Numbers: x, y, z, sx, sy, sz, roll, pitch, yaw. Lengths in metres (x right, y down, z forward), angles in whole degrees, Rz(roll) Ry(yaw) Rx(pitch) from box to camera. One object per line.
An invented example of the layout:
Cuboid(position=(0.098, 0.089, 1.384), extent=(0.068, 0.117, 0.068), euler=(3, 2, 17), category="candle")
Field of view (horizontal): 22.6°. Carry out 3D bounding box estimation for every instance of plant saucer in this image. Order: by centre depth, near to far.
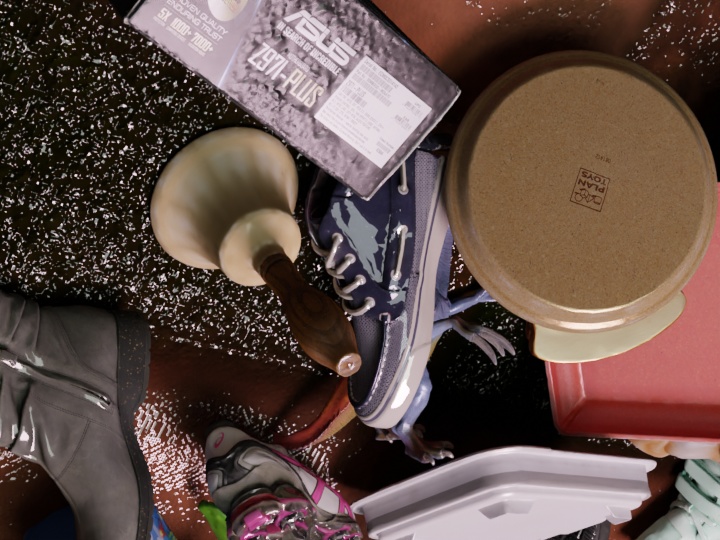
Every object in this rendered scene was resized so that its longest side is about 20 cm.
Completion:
Cuboid(position=(0.224, 0.026, 1.283), extent=(0.037, 0.198, 0.202), euler=(-44, 129, -56), category="plant saucer")

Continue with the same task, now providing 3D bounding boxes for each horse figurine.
Cuboid(position=(0.256, 0.121, 1.399), extent=(0.133, 0.198, 0.050), euler=(71, 34, -62), category="horse figurine")

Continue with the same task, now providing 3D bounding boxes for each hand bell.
Cuboid(position=(-0.047, 0.004, 1.100), extent=(0.103, 0.200, 0.105), euler=(-15, 128, -20), category="hand bell")

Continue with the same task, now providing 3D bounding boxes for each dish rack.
Cuboid(position=(0.110, 0.177, 1.337), extent=(0.199, 0.044, 0.171), euler=(9, 152, -44), category="dish rack")

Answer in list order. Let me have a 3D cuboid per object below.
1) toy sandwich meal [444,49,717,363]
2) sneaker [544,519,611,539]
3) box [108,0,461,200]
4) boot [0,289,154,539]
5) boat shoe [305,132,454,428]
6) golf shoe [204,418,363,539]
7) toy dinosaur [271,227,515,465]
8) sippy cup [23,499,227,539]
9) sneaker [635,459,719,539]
Cuboid(position=(0.147, -0.044, 1.197), extent=(0.203, 0.070, 0.207), euler=(1, 86, -7), category="toy sandwich meal")
Cuboid(position=(0.167, 0.256, 1.486), extent=(0.090, 0.076, 0.201), euler=(-8, 132, -36), category="sneaker")
Cuboid(position=(-0.062, -0.153, 1.010), extent=(0.086, 0.164, 0.200), euler=(-48, 130, 8), category="box")
Cuboid(position=(-0.201, 0.110, 1.123), extent=(0.130, 0.202, 0.068), euler=(9, 159, -34), category="boot")
Cuboid(position=(0.000, 0.000, 1.190), extent=(0.092, 0.075, 0.202), euler=(11, 90, -28), category="boat shoe")
Cuboid(position=(-0.054, 0.162, 1.286), extent=(0.072, 0.093, 0.200), euler=(-29, 154, 3), category="golf shoe")
Cuboid(position=(0.038, 0.038, 1.252), extent=(0.198, 0.105, 0.183), euler=(-5, 103, -12), category="toy dinosaur")
Cuboid(position=(-0.166, 0.224, 1.226), extent=(0.139, 0.178, 0.131), euler=(-15, 106, 19), category="sippy cup")
Cuboid(position=(0.278, 0.199, 1.494), extent=(0.118, 0.074, 0.201), euler=(-28, 133, -16), category="sneaker")
